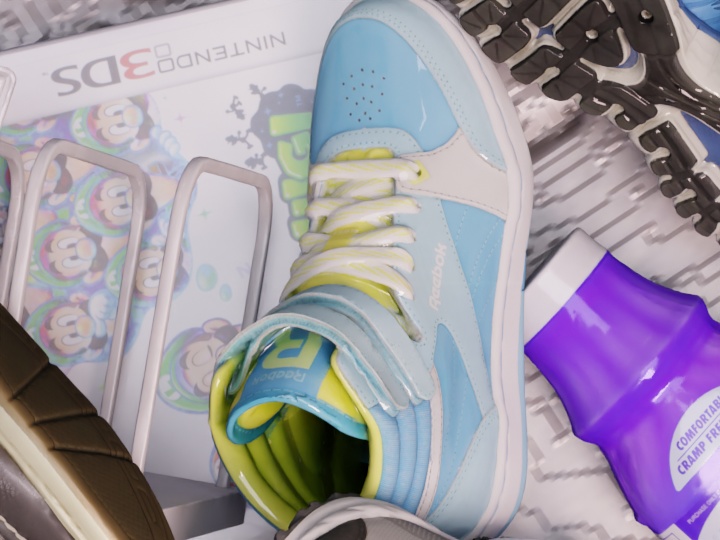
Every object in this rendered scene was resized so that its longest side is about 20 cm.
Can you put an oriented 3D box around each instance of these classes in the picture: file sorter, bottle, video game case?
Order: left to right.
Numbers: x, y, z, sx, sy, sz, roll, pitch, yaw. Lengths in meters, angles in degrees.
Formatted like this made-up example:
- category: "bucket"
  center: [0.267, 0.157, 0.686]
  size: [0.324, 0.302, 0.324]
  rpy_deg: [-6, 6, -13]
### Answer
- category: "file sorter"
  center: [-0.142, 0.014, 0.931]
  size: [0.200, 0.139, 0.125]
  rpy_deg: [8, 89, 11]
- category: "video game case"
  center: [-0.053, 0.005, 1.011]
  size: [0.182, 0.024, 0.200]
  rpy_deg: [-13, 88, -2]
- category: "bottle"
  center: [0.136, 0.067, 0.992]
  size: [0.200, 0.065, 0.084]
  rpy_deg: [43, 88, 1]

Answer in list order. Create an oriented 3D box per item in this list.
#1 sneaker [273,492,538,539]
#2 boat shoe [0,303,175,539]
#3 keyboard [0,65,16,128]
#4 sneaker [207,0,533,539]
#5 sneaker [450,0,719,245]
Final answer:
- category: "sneaker"
  center: [0.033, 0.119, 0.879]
  size: [0.079, 0.200, 0.074]
  rpy_deg: [23, 98, 40]
- category: "boat shoe"
  center: [-0.135, 0.033, 0.823]
  size: [0.066, 0.072, 0.201]
  rpy_deg: [-42, 82, 7]
- category: "keyboard"
  center: [-0.163, 0.025, 0.860]
  size: [0.056, 0.011, 0.200]
  rpy_deg: [18, 88, 11]
- category: "sneaker"
  center: [0.000, 0.000, 0.929]
  size: [0.079, 0.131, 0.200]
  rpy_deg: [-10, 85, 29]
- category: "sneaker"
  center: [0.101, -0.096, 0.980]
  size: [0.079, 0.089, 0.200]
  rpy_deg: [-27, 120, 37]
